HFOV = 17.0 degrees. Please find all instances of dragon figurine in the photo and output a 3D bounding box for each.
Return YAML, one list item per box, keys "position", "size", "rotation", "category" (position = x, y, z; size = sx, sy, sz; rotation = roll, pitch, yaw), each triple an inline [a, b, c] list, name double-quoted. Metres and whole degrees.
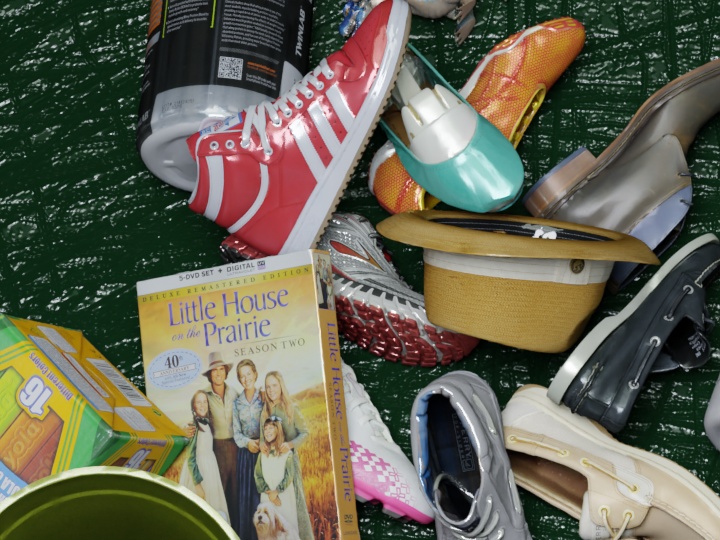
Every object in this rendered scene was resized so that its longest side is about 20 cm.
- position: [0.069, -0.240, 1.837]
  size: [0.099, 0.059, 0.200]
  rotation: [40, 75, 19]
  category: "dragon figurine"

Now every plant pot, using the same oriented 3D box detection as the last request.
- position: [-0.159, 0.243, 1.541]
  size: [0.199, 0.193, 0.201]
  rotation: [0, 74, -2]
  category: "plant pot"

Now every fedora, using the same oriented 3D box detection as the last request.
- position: [0.104, 0.008, 1.636]
  size: [0.200, 0.201, 0.082]
  rotation: [8, 97, 8]
  category: "fedora"

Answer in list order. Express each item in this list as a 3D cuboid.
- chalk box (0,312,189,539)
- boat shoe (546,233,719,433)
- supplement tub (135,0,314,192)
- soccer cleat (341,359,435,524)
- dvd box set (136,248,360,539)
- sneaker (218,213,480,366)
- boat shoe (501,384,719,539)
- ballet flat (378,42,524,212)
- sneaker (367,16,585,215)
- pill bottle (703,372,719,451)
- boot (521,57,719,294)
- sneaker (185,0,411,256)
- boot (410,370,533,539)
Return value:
- position: [-0.238, 0.147, 1.623]
  size: [0.125, 0.124, 0.200]
  rotation: [42, 98, 21]
  category: "chalk box"
- position: [0.209, 0.046, 1.665]
  size: [0.066, 0.075, 0.199]
  rotation: [38, 44, 15]
  category: "boat shoe"
- position: [-0.097, -0.167, 1.779]
  size: [0.122, 0.123, 0.201]
  rotation: [2, 65, 5]
  category: "supplement tub"
- position: [-0.020, 0.099, 1.672]
  size: [0.200, 0.070, 0.087]
  rotation: [31, 86, 19]
  category: "soccer cleat"
- position: [-0.078, 0.095, 1.645]
  size: [0.146, 0.029, 0.201]
  rotation: [-9, 81, 27]
  category: "dvd box set"
- position: [0.000, 0.000, 1.719]
  size: [0.199, 0.078, 0.082]
  rotation: [28, 68, 16]
  category: "sneaker"
- position: [0.168, 0.156, 1.632]
  size: [0.200, 0.074, 0.069]
  rotation: [30, 57, 27]
  category: "boat shoe"
- position: [0.042, -0.110, 1.693]
  size: [0.067, 0.070, 0.200]
  rotation: [-40, 43, -2]
  category: "ballet flat"
- position: [0.097, -0.105, 1.770]
  size: [0.200, 0.073, 0.077]
  rotation: [-44, 68, -4]
  category: "sneaker"
- position: [0.319, 0.040, 1.656]
  size: [0.114, 0.114, 0.201]
  rotation: [19, 68, 13]
  category: "pill bottle"
- position: [0.224, -0.071, 1.746]
  size: [0.200, 0.075, 0.097]
  rotation: [-36, 77, -2]
  category: "boot"
- position: [-0.048, -0.110, 1.652]
  size: [0.112, 0.071, 0.201]
  rotation: [25, 100, -7]
  category: "sneaker"
- position: [0.072, 0.168, 1.591]
  size: [0.073, 0.096, 0.201]
  rotation: [-16, 87, 16]
  category: "boot"
